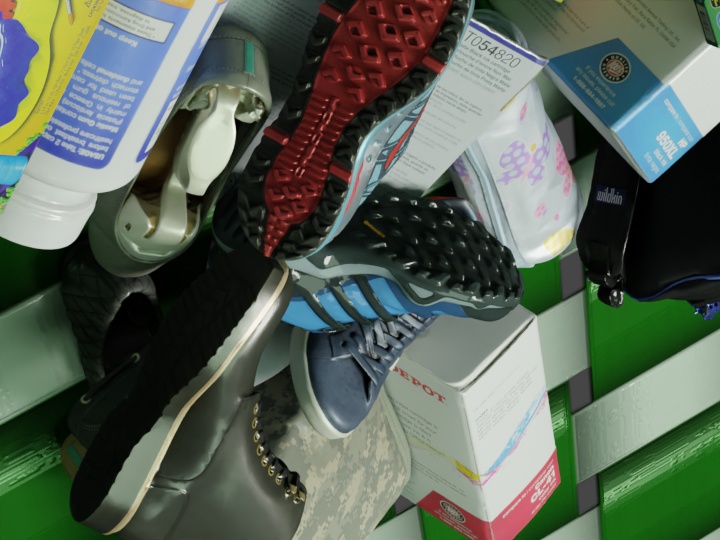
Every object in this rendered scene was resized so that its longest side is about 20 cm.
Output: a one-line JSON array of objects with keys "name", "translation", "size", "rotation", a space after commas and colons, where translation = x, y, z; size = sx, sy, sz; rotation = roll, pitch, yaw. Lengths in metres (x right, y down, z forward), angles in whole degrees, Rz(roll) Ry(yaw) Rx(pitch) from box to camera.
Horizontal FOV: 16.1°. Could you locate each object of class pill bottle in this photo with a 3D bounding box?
[{"name": "pill bottle", "translation": [-0.154, -0.115, 1.409], "size": [0.112, 0.112, 0.201], "rotation": [5, 126, -44]}]

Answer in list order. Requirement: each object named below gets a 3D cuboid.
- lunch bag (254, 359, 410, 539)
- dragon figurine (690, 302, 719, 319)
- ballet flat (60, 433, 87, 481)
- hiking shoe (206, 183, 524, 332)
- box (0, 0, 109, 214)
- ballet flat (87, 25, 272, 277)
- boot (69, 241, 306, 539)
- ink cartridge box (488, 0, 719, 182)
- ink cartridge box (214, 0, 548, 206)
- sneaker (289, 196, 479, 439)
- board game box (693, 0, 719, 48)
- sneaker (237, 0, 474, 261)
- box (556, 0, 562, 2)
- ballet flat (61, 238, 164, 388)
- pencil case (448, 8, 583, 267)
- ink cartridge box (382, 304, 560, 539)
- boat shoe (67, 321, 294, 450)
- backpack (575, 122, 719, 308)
[{"name": "lunch bag", "translation": [-0.050, 0.145, 1.705], "size": [0.165, 0.117, 0.201], "rotation": [-58, 145, -33]}, {"name": "dragon figurine", "translation": [0.234, -0.043, 1.833], "size": [0.059, 0.100, 0.200], "rotation": [-35, 144, -6]}, {"name": "ballet flat", "translation": [-0.138, 0.146, 1.742], "size": [0.069, 0.063, 0.200], "rotation": [-51, 150, 2]}, {"name": "hiking shoe", "translation": [0.000, 0.000, 1.554], "size": [0.198, 0.075, 0.087], "rotation": [12, 138, -9]}, {"name": "box", "translation": [-0.244, -0.150, 1.287], "size": [0.192, 0.122, 0.201], "rotation": [4, 126, -42]}, {"name": "ballet flat", "translation": [-0.108, -0.054, 1.476], "size": [0.067, 0.064, 0.201], "rotation": [13, 130, -23]}, {"name": "boot", "translation": [-0.067, 0.090, 1.523], "size": [0.138, 0.078, 0.200], "rotation": [27, 110, -28]}, {"name": "ink cartridge box", "translation": [0.207, -0.180, 1.627], "size": [0.200, 0.145, 0.084], "rotation": [-41, 145, 3]}, {"name": "ink cartridge box", "translation": [-0.023, -0.109, 1.515], "size": [0.199, 0.041, 0.200], "rotation": [27, 123, -32]}, {"name": "sneaker", "translation": [0.021, 0.021, 1.613], "size": [0.084, 0.201, 0.075], "rotation": [-13, 128, 34]}, {"name": "board game box", "translation": [0.242, -0.251, 1.518], "size": [0.134, 0.029, 0.201], "rotation": [-22, 106, -3]}, {"name": "sneaker", "translation": [-0.001, -0.101, 1.459], "size": [0.201, 0.079, 0.095], "rotation": [-55, 172, 13]}, {"name": "box", "translation": [0.154, -0.266, 1.570], "size": [0.200, 0.050, 0.075], "rotation": [-50, 142, 15]}, {"name": "ballet flat", "translation": [-0.147, 0.055, 1.639], "size": [0.066, 0.057, 0.201], "rotation": [-32, 143, -9]}, {"name": "pencil case", "translation": [0.090, -0.084, 1.670], "size": [0.082, 0.091, 0.200], "rotation": [-12, 147, 12]}, {"name": "ink cartridge box", "translation": [0.054, 0.083, 1.761], "size": [0.086, 0.147, 0.201], "rotation": [-42, 147, -24]}, {"name": "boat shoe", "translation": [-0.101, 0.052, 1.602], "size": [0.200, 0.056, 0.069], "rotation": [-40, 141, -30]}, {"name": "backpack", "translation": [0.256, -0.079, 1.707], "size": [0.153, 0.192, 0.199], "rotation": [4, 168, -39]}]
